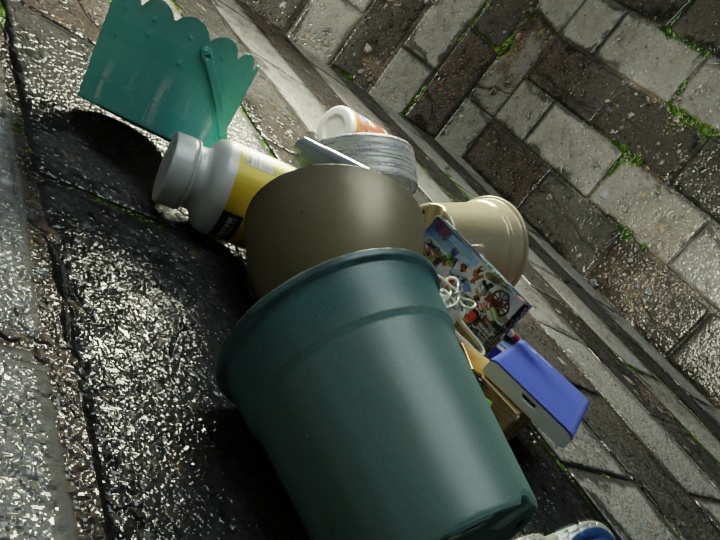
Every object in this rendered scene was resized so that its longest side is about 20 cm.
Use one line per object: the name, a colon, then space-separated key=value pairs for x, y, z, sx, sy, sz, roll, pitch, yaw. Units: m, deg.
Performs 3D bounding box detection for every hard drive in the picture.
hard drive: x=0.238 y=0.156 z=0.951 sx=0.132 sy=0.025 sz=0.199 roll=44 pitch=17 yaw=16

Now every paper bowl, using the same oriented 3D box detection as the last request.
paper bowl: x=-0.007 y=-0.130 z=1.128 sx=0.200 sy=0.198 sz=0.106 roll=12 pitch=68 yaw=-56

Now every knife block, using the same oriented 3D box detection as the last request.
knife block: x=0.139 y=0.140 z=0.934 sx=0.176 sy=0.064 sz=0.199 roll=48 pitch=19 yaw=24

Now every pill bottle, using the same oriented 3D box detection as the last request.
pill bottle: x=-0.001 y=-0.296 z=1.666 sx=0.199 sy=0.113 sz=0.112 roll=17 pitch=27 yaw=-52
pill bottle: x=-0.133 y=-0.083 z=0.831 sx=0.198 sy=0.112 sz=0.112 roll=21 pitch=23 yaw=-24

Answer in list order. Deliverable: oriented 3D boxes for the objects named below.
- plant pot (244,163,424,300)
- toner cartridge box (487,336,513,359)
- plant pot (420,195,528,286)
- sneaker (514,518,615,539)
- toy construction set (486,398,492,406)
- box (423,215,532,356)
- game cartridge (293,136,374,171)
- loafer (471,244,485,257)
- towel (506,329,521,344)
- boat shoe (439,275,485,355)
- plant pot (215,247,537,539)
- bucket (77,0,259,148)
plant pot: x=-0.027 y=0.009 z=0.748 sx=0.199 sy=0.199 sz=0.136 roll=28 pitch=45 yaw=-33
toner cartridge box: x=0.166 y=0.081 z=1.176 sx=0.200 sy=0.043 sz=0.095 roll=44 pitch=17 yaw=13
plant pot: x=0.177 y=-0.047 z=1.321 sx=0.182 sy=0.202 sz=0.201 roll=3 pitch=37 yaw=-44
sneaker: x=0.190 y=0.292 z=0.661 sx=0.198 sy=0.079 sz=0.090 roll=8 pitch=41 yaw=-45
toy construction set: x=0.089 y=0.147 z=0.763 sx=0.200 sy=0.092 sz=0.131 roll=49 pitch=-7 yaw=6
box: x=0.143 y=0.034 z=1.084 sx=0.200 sy=0.137 sz=0.038 roll=49 pitch=18 yaw=30
game cartridge: x=0.002 y=-0.085 z=0.925 sx=0.133 sy=0.041 sz=0.200 roll=36 pitch=-10 yaw=34
loafer: x=0.116 y=-0.034 z=1.197 sx=0.198 sy=0.064 sz=0.072 roll=16 pitch=11 yaw=26
towel: x=0.230 y=0.083 z=1.232 sx=0.200 sy=0.023 sz=0.144 roll=44 pitch=1 yaw=-40
boat shoe: x=0.113 y=0.051 z=0.958 sx=0.203 sy=0.085 sz=0.075 roll=56 pitch=23 yaw=-25
plant pot: x=0.017 y=0.123 z=0.530 sx=0.199 sy=0.200 sz=0.197 roll=18 pitch=34 yaw=-49
bucket: x=-0.236 y=-0.234 z=0.881 sx=0.205 sy=0.136 sz=0.207 roll=25 pitch=2 yaw=-1
